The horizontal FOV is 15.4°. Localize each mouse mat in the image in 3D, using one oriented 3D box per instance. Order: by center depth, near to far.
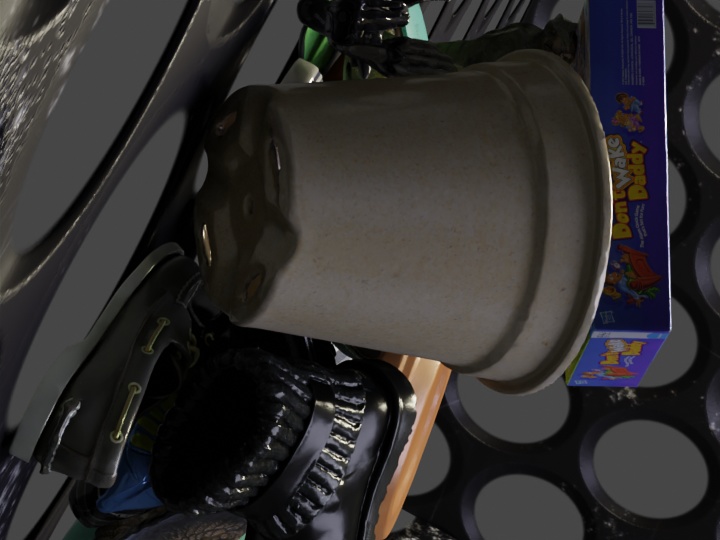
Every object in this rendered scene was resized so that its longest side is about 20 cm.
[{"bbox_3d":[-0.004,-0.191,1.746,0.161,0.008,0.200,-60,177,-16],"label":"mouse mat"}]

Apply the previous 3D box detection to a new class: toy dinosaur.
[{"bbox_3d":[0.079,-0.110,1.620,0.200,0.047,0.088,3,-77,54],"label":"toy dinosaur"}]

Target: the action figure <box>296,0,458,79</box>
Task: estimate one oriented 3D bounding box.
[{"bbox_3d":[0.025,-0.166,1.582,0.200,0.102,0.119,-27,131,-79],"label":"action figure"}]

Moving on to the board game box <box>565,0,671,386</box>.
[{"bbox_3d":[0.148,-0.044,1.554,0.135,0.045,0.201,99,-8,-73],"label":"board game box"}]

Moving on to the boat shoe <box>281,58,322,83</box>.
[{"bbox_3d":[-0.033,-0.051,1.721,0.075,0.093,0.200,-59,176,-36],"label":"boat shoe"}]

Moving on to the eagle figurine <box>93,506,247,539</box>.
[{"bbox_3d":[-0.119,0.180,1.678,0.151,0.152,0.200,8,109,-50],"label":"eagle figurine"}]

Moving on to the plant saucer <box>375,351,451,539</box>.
[{"bbox_3d":[0.026,0.089,1.674,0.200,0.037,0.201,20,90,-85],"label":"plant saucer"}]

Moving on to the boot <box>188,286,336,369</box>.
[{"bbox_3d":[-0.067,0.012,1.668,0.200,0.073,0.151,-131,-152,-55],"label":"boot"}]

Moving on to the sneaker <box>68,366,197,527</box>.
[{"bbox_3d":[-0.141,0.097,1.654,0.083,0.071,0.200,-29,-164,17],"label":"sneaker"}]

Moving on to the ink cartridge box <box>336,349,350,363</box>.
[{"bbox_3d":[-0.037,0.076,1.950,0.200,0.086,0.148,-35,141,-29],"label":"ink cartridge box"}]

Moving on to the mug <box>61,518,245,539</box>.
[{"bbox_3d":[-0.131,0.215,1.859,0.185,0.114,0.152,1,129,-49],"label":"mug"}]

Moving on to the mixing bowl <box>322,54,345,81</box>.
[{"bbox_3d":[0.027,-0.074,1.845,0.108,0.200,0.200,-31,175,-1],"label":"mixing bowl"}]

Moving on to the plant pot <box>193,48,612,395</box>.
[{"bbox_3d":[0.013,-0.031,1.498,0.200,0.183,0.201,-9,-100,64],"label":"plant pot"}]

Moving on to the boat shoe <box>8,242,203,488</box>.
[{"bbox_3d":[-0.126,0.053,1.465,0.072,0.060,0.202,-65,175,34],"label":"boat shoe"}]

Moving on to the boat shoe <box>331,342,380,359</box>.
[{"bbox_3d":[0.000,0.000,1.682,0.073,0.062,0.200,-22,138,-11],"label":"boat shoe"}]

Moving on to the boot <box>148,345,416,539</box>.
[{"bbox_3d":[-0.058,0.141,1.518,0.158,0.079,0.212,0,108,-57],"label":"boot"}]

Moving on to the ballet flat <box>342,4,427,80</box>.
[{"bbox_3d":[0.028,-0.083,1.725,0.071,0.071,0.201,-90,164,-89],"label":"ballet flat"}]
